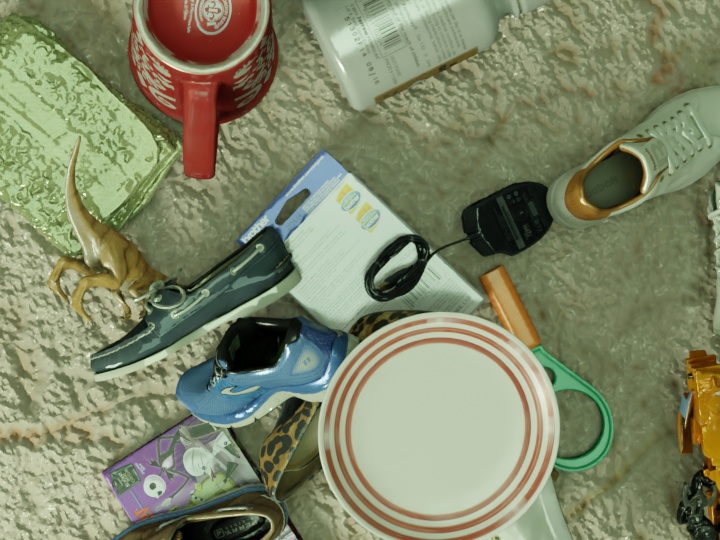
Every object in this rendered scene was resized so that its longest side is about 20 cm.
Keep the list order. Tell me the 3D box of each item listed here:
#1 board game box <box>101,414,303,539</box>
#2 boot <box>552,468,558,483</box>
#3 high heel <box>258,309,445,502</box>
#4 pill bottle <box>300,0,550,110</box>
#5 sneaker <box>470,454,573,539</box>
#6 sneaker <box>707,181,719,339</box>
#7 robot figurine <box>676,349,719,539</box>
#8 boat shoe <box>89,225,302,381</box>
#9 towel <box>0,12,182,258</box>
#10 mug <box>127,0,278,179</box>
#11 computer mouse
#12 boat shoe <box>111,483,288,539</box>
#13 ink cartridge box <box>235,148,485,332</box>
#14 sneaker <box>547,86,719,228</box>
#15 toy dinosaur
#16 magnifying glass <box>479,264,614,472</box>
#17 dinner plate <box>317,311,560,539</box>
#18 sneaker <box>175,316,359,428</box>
[{"bbox_3d":[-0.130,0.233,1.421,0.120,0.032,0.200,-33,92,4],"label":"board game box"},{"bbox_3d":[0.063,0.224,1.399,0.200,0.073,0.156,15,91,-11],"label":"boot"},{"bbox_3d":[-0.004,0.116,1.324,0.071,0.143,0.200,38,134,-25],"label":"high heel"},{"bbox_3d":[0.060,-0.231,1.364,0.200,0.114,0.115,-26,92,0],"label":"pill bottle"},{"bbox_3d":[0.136,0.233,1.348,0.085,0.073,0.200,-20,89,-13],"label":"sneaker"},{"bbox_3d":[0.337,-0.035,1.384,0.081,0.075,0.200,12,94,-21],"label":"sneaker"},{"bbox_3d":[0.345,0.162,1.388,0.145,0.058,0.200,-9,113,-1],"label":"robot figurine"},{"bbox_3d":[-0.149,0.030,1.353,0.200,0.075,0.062,-28,102,1],"label":"boat shoe"},{"bbox_3d":[-0.272,-0.117,1.402,0.200,0.036,0.148,40,92,-4],"label":"towel"},{"bbox_3d":[-0.121,-0.181,1.314,0.133,0.200,0.178,-26,90,-7],"label":"mug"},{"bbox_3d":[0.087,-0.025,1.389,0.200,0.034,0.059,-24,95,-20],"label":"computer mouse"},{"bbox_3d":[-0.159,0.244,1.371,0.200,0.072,0.072,-29,92,2],"label":"boat shoe"},{"bbox_3d":[0.000,0.000,1.408,0.200,0.042,0.119,43,92,-4],"label":"ink cartridge box"},{"bbox_3d":[0.262,-0.098,1.373,0.200,0.085,0.073,-34,93,-11],"label":"sneaker"},{"bbox_3d":[-0.227,-0.016,1.383,0.106,0.060,0.200,-46,120,-10],"label":"toy dinosaur"},{"bbox_3d":[0.163,0.089,1.423,0.079,0.022,0.200,-27,91,0],"label":"magnifying glass"},{"bbox_3d":[0.064,0.131,1.293,0.200,0.024,0.201,-1,98,-4],"label":"dinner plate"},{"bbox_3d":[-0.095,0.075,1.340,0.089,0.200,0.079,35,51,-32],"label":"sneaker"}]
